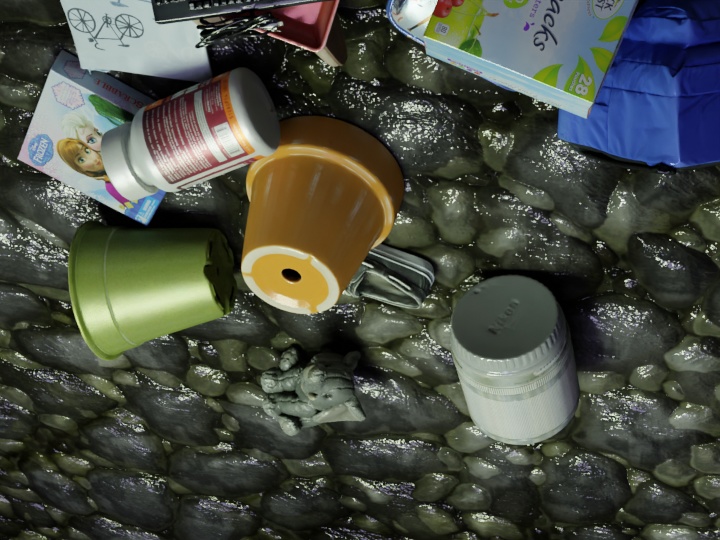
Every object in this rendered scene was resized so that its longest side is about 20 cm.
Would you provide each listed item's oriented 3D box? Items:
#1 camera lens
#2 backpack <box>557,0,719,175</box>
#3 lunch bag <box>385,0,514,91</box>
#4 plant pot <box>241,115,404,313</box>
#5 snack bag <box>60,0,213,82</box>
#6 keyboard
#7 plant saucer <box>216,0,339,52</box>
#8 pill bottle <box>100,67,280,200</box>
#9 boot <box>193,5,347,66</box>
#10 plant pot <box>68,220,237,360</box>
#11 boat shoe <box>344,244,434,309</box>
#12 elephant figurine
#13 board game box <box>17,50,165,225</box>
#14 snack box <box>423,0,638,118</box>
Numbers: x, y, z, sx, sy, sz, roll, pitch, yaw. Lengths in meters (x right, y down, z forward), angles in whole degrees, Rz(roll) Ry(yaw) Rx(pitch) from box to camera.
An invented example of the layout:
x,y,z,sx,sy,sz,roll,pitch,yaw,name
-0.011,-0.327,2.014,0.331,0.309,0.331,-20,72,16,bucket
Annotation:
x,y,z,sx,sy,sz,roll,pitch,yaw,name
0.209,0.125,1.567,0.158,0.161,0.201,2,140,20,camera lens
0.296,-0.185,1.135,0.161,0.170,0.200,-5,-169,-27,backpack
0.129,-0.283,1.176,0.199,0.076,0.160,26,139,-12,lunch bag
-0.061,-0.055,1.438,0.198,0.184,0.201,11,142,9,plant pot
-0.262,-0.303,1.351,0.187,0.022,0.201,9,141,13,snack bag
-0.116,-0.279,1.153,0.198,0.040,0.105,-6,112,11,keyboard
-0.099,-0.347,1.162,0.198,0.037,0.201,20,114,-1,plant saucer
-0.205,-0.160,1.394,0.198,0.110,0.110,-19,131,18,pill bottle
-0.116,-0.293,1.255,0.145,0.070,0.201,-13,119,24,boot
-0.280,0.014,1.632,0.188,0.201,0.201,-9,136,13,plant pot
0.000,0.000,1.572,0.198,0.071,0.072,13,142,8,boat shoe
-0.050,0.179,1.752,0.199,0.155,0.142,-19,108,49,elephant figurine
-0.334,-0.168,1.526,0.198,0.041,0.200,27,141,-11,board game box
0.171,-0.266,1.060,0.167,0.201,0.068,24,178,7,snack box
